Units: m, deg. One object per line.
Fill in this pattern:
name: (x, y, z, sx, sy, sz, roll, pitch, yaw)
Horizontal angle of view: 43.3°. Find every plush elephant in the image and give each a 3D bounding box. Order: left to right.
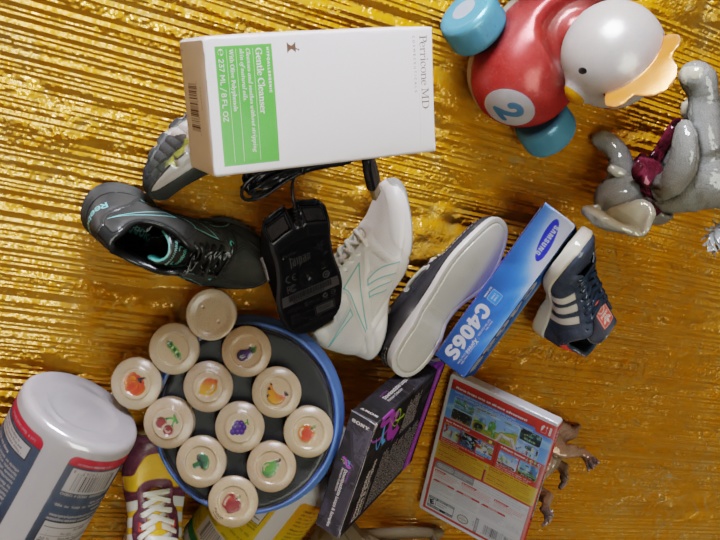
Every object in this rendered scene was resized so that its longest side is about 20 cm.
plush elephant: (0.318, -0.104, 0.990, 0.152, 0.164, 0.204, -8, 89, 21)

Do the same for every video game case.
video game case: (0.153, 0.236, 1.100, 0.017, 0.141, 0.203, -28, 135, -54)

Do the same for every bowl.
bowl: (-0.114, 0.147, 0.916, 0.196, 0.039, 0.205, 0, 89, -3)

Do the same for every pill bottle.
pill bottle: (-0.312, 0.212, 0.876, 0.118, 0.120, 0.202, 24, 105, -33)
pill bottle: (-0.097, 0.245, 0.997, 0.112, 0.113, 0.201, 31, 101, -34)

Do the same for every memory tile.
memory tile: (-0.134, 0.133, 0.887, 0.153, 0.017, 0.201, -40, 91, -3)

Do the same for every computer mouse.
computer mouse: (-0.040, -0.042, 0.875, 0.139, 0.046, 0.202, -28, 129, -18)

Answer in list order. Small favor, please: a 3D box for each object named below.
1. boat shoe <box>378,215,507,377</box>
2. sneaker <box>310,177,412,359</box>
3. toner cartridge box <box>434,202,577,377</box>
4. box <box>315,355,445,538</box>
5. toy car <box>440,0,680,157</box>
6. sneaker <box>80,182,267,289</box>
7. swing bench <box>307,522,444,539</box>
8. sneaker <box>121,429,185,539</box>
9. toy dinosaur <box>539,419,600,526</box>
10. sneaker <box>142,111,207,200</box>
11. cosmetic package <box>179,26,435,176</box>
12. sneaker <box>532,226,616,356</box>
boat shoe: (0.084, 0.020, 0.989, 0.074, 0.060, 0.202, 31, 93, -42)
sneaker: (0.000, 0.000, 0.936, 0.079, 0.071, 0.203, 8, 112, -18)
toner cartridge box: (0.163, 0.025, 1.002, 0.201, 0.043, 0.095, -55, 167, 6)
box: (0.026, 0.183, 0.996, 0.200, 0.036, 0.145, -29, 140, -62)
toy car: (0.206, -0.193, 0.845, 0.177, 0.200, 0.184, -44, 125, 4)
sneaker: (-0.163, -0.015, 0.847, 0.198, 0.079, 0.076, 18, 107, -33)
swing bench: (0.006, 0.415, 1.125, 0.198, 0.130, 0.201, 25, 105, -32)
sneaker: (-0.216, 0.265, 0.965, 0.074, 0.090, 0.203, -5, 119, -21)
toy dinosaur: (0.214, 0.234, 1.160, 0.199, 0.086, 0.136, -40, 83, -24)
sneaker: (-0.105, -0.117, 0.820, 0.199, 0.075, 0.085, -37, 126, -2)
cosmetic package: (-0.042, -0.144, 0.753, 0.197, 0.085, 0.110, -10, 105, -22)
sneaker: (0.250, 0.030, 1.012, 0.075, 0.084, 0.201, -46, 157, -19)
